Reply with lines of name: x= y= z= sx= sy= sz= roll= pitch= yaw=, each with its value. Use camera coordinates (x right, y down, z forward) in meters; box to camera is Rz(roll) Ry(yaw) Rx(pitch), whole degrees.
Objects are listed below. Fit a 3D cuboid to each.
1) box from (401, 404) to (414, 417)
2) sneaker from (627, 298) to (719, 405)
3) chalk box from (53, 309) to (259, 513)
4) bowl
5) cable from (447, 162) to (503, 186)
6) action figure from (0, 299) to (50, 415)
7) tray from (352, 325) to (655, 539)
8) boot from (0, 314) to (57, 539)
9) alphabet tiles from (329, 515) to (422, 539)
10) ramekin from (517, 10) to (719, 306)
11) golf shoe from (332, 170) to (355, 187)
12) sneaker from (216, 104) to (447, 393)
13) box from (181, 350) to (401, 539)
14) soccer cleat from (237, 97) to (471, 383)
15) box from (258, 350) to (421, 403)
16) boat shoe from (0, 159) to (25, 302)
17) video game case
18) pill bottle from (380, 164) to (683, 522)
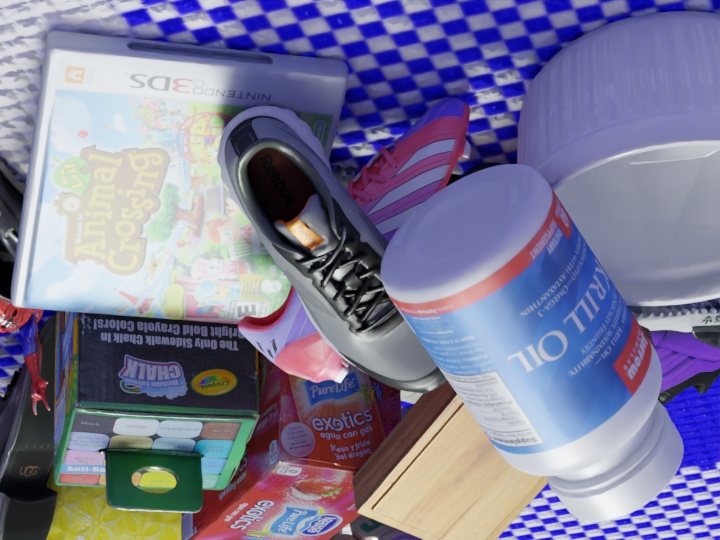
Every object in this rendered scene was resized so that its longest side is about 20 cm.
box: x=0.110 y=0.121 z=1.621 sx=0.199 sy=0.082 sz=0.049 roll=-18 pitch=119 yaw=-6
sneaker: x=0.170 y=0.055 z=1.438 sx=0.199 sy=0.070 sz=0.100 roll=3 pitch=118 yaw=-31
chalk box: x=-0.138 y=0.072 z=1.448 sx=0.124 sy=0.201 sz=0.124 roll=5 pitch=151 yaw=-12
bowl: x=-0.166 y=0.150 z=1.663 sx=0.199 sy=0.200 sz=0.108 roll=13 pitch=104 yaw=-27
cable: x=0.088 y=0.007 z=1.441 sx=0.199 sy=0.051 sz=0.164 roll=-4 pitch=125 yaw=-29
action figure: x=-0.287 y=0.066 z=1.537 sx=0.199 sy=0.100 sz=0.065 roll=-26 pitch=144 yaw=31
tray: x=0.090 y=0.098 z=1.388 sx=0.098 sy=0.037 sz=0.200 roll=24 pitch=122 yaw=-24
boot: x=-0.292 y=0.113 z=1.608 sx=0.173 sy=0.201 sz=0.069 roll=16 pitch=179 yaw=38
alphabet tiles: x=0.019 y=0.166 z=1.658 sx=0.195 sy=0.200 sz=0.015 roll=-28 pitch=118 yaw=-19
ramekin: x=0.187 y=-0.070 z=1.321 sx=0.199 sy=0.106 sz=0.201 roll=-3 pitch=151 yaw=-1
golf shoe: x=0.000 y=0.000 z=1.437 sx=0.199 sy=0.098 sz=0.078 roll=25 pitch=147 yaw=-38
sneaker: x=-0.017 y=-0.006 z=1.276 sx=0.074 sy=0.200 sz=0.079 roll=-38 pitch=-172 yaw=6
box: x=-0.051 y=0.128 z=1.526 sx=0.095 sy=0.100 sz=0.200 roll=10 pitch=152 yaw=-22
soccer cleat: x=0.000 y=-0.025 z=1.343 sx=0.076 sy=0.201 sz=0.067 roll=29 pitch=-174 yaw=-6
box: x=0.014 y=0.042 z=1.546 sx=0.199 sy=0.069 sz=0.082 roll=17 pitch=147 yaw=-32
boat shoe: x=-0.259 y=-0.041 z=1.372 sx=0.072 sy=0.063 sz=0.200 roll=-15 pitch=149 yaw=22
video game case: x=-0.114 y=-0.051 z=1.338 sx=0.181 sy=0.022 sz=0.201 roll=5 pitch=129 yaw=-14
pill bottle: x=0.107 y=0.047 z=1.259 sx=0.112 sy=0.113 sz=0.200 roll=-21 pitch=120 yaw=29
